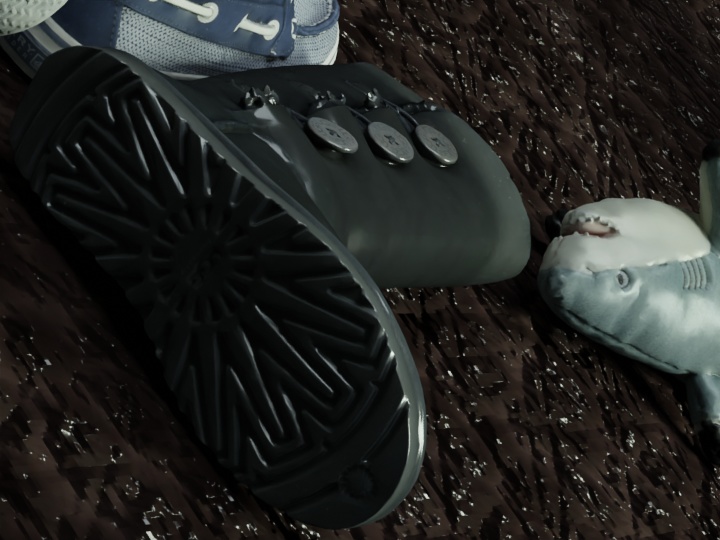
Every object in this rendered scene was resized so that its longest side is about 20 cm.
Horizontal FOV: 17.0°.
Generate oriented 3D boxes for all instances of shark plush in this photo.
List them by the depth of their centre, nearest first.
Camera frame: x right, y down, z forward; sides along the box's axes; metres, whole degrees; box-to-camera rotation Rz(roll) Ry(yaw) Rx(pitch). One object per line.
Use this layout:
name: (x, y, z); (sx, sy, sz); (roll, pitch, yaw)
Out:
shark plush: (0.134, 0.042, 0.952); (0.200, 0.091, 0.083); (56, 34, -34)

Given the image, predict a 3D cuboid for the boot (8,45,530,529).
boot: (0.000, -0.001, 0.752); (0.165, 0.066, 0.200); (54, 19, 15)

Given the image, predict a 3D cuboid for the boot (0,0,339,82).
boot: (-0.038, -0.105, 0.814); (0.073, 0.090, 0.200); (49, 23, 8)

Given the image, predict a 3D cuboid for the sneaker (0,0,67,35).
sneaker: (-0.163, -0.144, 0.674); (0.200, 0.076, 0.105); (28, 33, -36)
